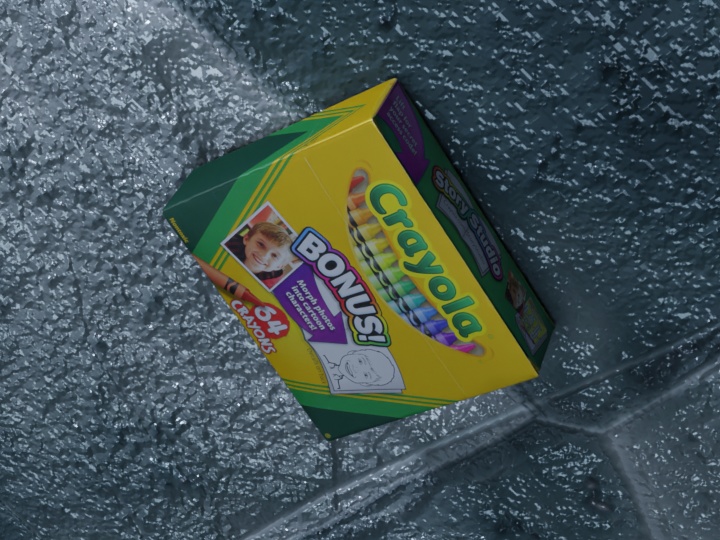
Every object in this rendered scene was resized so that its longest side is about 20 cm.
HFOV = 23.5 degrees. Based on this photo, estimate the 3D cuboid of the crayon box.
[{"bbox_3d":[0.000,0.000,1.102,0.172,0.058,0.200,-20,115,34],"label":"crayon box"}]
